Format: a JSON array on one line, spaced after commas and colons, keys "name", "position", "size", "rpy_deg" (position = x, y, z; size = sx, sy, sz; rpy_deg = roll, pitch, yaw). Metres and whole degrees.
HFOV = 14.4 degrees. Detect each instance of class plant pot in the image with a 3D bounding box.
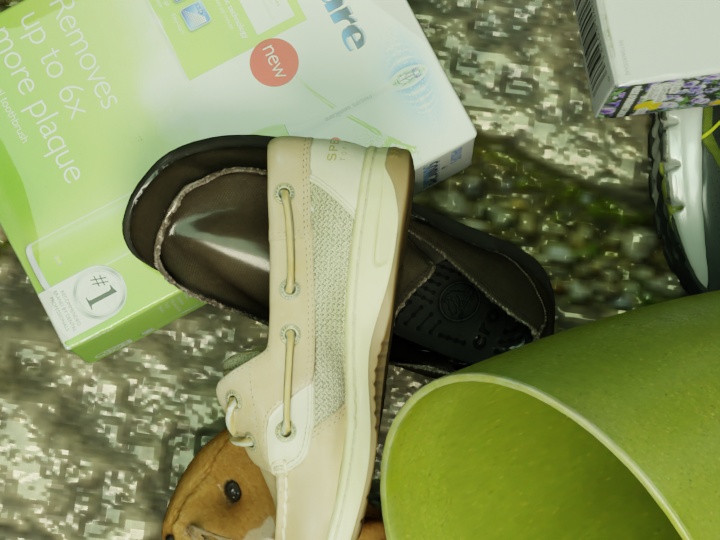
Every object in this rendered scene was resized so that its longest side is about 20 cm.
[{"name": "plant pot", "position": [0.143, 0.084, 1.099], "size": [0.200, 0.187, 0.187], "rpy_deg": [-28, 82, -34]}]

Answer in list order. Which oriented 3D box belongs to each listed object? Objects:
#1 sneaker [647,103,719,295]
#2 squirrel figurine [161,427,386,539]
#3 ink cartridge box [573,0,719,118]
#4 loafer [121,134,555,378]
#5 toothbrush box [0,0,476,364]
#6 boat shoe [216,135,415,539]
[{"name": "sneaker", "position": [0.171, -0.084, 1.244], "size": [0.084, 0.074, 0.200], "rpy_deg": [1, 83, 1]}, {"name": "squirrel figurine", "position": [0.018, 0.132, 1.211], "size": [0.200, 0.142, 0.187], "rpy_deg": [-30, 73, -16]}, {"name": "ink cartridge box", "position": [0.190, -0.132, 1.204], "size": [0.200, 0.050, 0.109], "rpy_deg": [-7, 75, -8]}, {"name": "loafer", "position": [0.000, 0.000, 1.171], "size": [0.200, 0.071, 0.073], "rpy_deg": [15, 109, -22]}, {"name": "toothbrush box", "position": [-0.069, -0.070, 1.244], "size": [0.200, 0.086, 0.146], "rpy_deg": [-27, 84, -3]}, {"name": "boat shoe", "position": [-0.023, 0.048, 1.114], "size": [0.065, 0.072, 0.200], "rpy_deg": [8, 94, 1]}]
